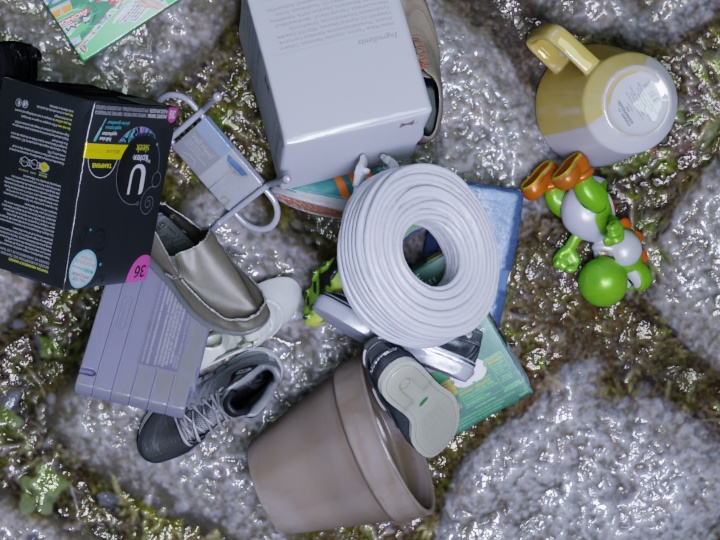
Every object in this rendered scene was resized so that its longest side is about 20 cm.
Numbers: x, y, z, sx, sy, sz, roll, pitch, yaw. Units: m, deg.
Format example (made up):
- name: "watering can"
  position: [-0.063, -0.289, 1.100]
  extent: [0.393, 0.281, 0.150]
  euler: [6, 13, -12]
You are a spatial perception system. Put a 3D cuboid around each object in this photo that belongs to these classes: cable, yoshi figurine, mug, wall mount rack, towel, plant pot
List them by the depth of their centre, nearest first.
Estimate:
- name: "cable"
  position: [0.067, -0.017, 1.432]
  extent: [0.199, 0.069, 0.201]
  euler: [30, 63, -24]
- name: "wall mount rack"
  position: [-0.158, -0.122, 1.485]
  extent: [0.173, 0.075, 0.200]
  euler: [-34, 103, 37]
- name: "plant pot"
  position: [-0.031, 0.218, 1.531]
  extent: [0.173, 0.200, 0.201]
  euler: [-23, 99, 10]
- name: "mug"
  position: [0.281, -0.199, 1.547]
  extent: [0.185, 0.153, 0.151]
  euler: [10, 94, -10]
- name: "yoshi figurine"
  position: [0.276, -0.036, 1.589]
  extent: [0.112, 0.113, 0.200]
  euler: [-35, 109, 14]
- name: "towel"
  position: [0.128, -0.008, 1.591]
  extent: [0.111, 0.049, 0.201]
  euler: [11, 96, -6]

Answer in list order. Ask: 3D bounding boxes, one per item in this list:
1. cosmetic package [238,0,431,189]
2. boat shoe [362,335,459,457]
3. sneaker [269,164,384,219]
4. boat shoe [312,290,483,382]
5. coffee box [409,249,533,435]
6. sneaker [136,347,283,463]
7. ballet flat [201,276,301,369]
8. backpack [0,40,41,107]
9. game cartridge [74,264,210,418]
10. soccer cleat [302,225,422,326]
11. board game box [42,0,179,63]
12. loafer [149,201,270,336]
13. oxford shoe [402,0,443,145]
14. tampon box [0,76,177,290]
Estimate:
- name: "cosmetic package"
  position: [-0.033, -0.223, 1.460]
  extent: [0.165, 0.167, 0.201]
  euler: [-14, 78, -9]
- name: "boat shoe"
  position: [0.058, 0.142, 1.485]
  extent: [0.072, 0.068, 0.200]
  euler: [-43, 139, -9]
- name: "sneaker"
  position: [-0.007, -0.102, 1.555]
  extent: [0.199, 0.071, 0.081]
  euler: [9, 83, -11]
- name: "boat shoe"
  position: [0.045, 0.059, 1.500]
  extent: [0.199, 0.072, 0.071]
  euler: [24, 80, -5]
- name: "coffee box"
  position: [0.104, 0.084, 1.550]
  extent: [0.123, 0.044, 0.201]
  euler: [-31, 99, 12]
- name: "sneaker"
  position: [-0.175, 0.160, 1.523]
  extent: [0.200, 0.115, 0.075]
  euler: [-36, 100, -5]
- name: "ballet flat"
  position: [-0.152, 0.076, 1.543]
  extent: [0.199, 0.069, 0.070]
  euler: [-27, 99, -6]
- name: "backpack"
  position: [-0.423, -0.145, 1.442]
  extent: [0.153, 0.163, 0.202]
  euler: [-5, 103, 0]
- name: "game cartridge"
  position: [-0.236, 0.063, 1.490]
  extent: [0.129, 0.038, 0.201]
  euler: [17, 56, -9]
- name: "soccer cleat"
  position: [0.000, 0.000, 1.532]
  extent: [0.083, 0.065, 0.200]
  euler: [20, 124, -26]
- name: "board game box"
  position: [-0.271, -0.348, 1.502]
  extent: [0.199, 0.029, 0.135]
  euler: [-34, 101, -5]
- name: "loafer"
  position: [-0.184, -0.004, 1.484]
  extent: [0.200, 0.070, 0.075]
  euler: [38, 58, 10]
- name: "oxford shoe"
  position: [0.067, -0.248, 1.545]
  extent: [0.070, 0.075, 0.201]
  euler: [-13, 97, -8]
- name: "tampon box"
  position: [-0.304, -0.094, 1.419]
  extent: [0.126, 0.150, 0.201]
  euler: [16, 102, 25]
